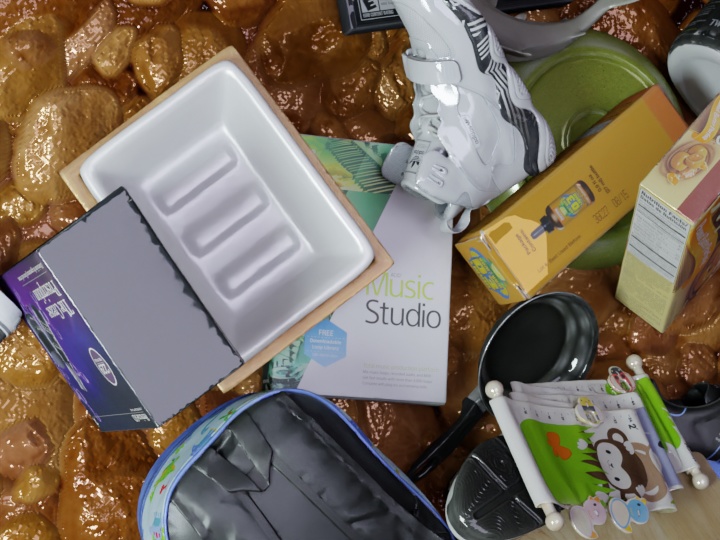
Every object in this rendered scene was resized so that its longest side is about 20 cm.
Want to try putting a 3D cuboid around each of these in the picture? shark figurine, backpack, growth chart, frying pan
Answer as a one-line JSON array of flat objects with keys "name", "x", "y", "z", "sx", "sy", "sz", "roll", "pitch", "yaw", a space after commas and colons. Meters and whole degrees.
[{"name": "shark figurine", "x": 0.132, "y": -0.190, "z": 1.397, "sx": 0.213, "sy": 0.090, "sz": 0.129, "roll": -2, "pitch": 111, "yaw": -20}, {"name": "backpack", "x": -0.058, "y": 0.190, "z": 1.283, "sx": 0.183, "sy": 0.147, "sz": 0.200, "roll": -43, "pitch": 103, "yaw": -16}, {"name": "growth chart", "x": 0.180, "y": 0.131, "z": 1.340, "sx": 0.199, "sy": 0.018, "sz": 0.145, "roll": -4, "pitch": 53, "yaw": -43}, {"name": "frying pan", "x": 0.117, "y": 0.097, "z": 1.406, "sx": 0.115, "sy": 0.031, "sz": 0.191, "roll": 27, "pitch": 100, "yaw": -40}]

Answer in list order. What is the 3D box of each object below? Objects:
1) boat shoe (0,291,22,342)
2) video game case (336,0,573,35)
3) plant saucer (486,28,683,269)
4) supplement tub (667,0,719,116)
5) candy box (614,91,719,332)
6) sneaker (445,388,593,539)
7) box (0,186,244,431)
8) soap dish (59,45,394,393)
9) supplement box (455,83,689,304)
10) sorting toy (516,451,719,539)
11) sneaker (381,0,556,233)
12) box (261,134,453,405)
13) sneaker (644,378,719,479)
[{"name": "boat shoe", "x": -0.332, "y": -0.006, "z": 1.253, "sx": 0.200, "sy": 0.070, "sz": 0.066, "roll": 43, "pitch": 72, "yaw": -19}, {"name": "video game case", "x": 0.064, "y": -0.291, "z": 1.434, "sx": 0.198, "sy": 0.025, "sz": 0.182, "roll": -10, "pitch": 89, "yaw": -19}, {"name": "plant saucer", "x": 0.186, "y": -0.102, "z": 1.455, "sx": 0.198, "sy": 0.031, "sz": 0.202, "roll": 2, "pitch": 84, "yaw": -19}, {"name": "supplement tub", "x": 0.356, "y": -0.209, "z": 1.475, "sx": 0.123, "sy": 0.122, "sz": 0.200, "roll": 46, "pitch": 73, "yaw": -10}, {"name": "candy box", "x": 0.260, "y": -0.044, "z": 1.386, "sx": 0.055, "sy": 0.200, "sz": 0.116, "roll": 37, "pitch": 71, "yaw": 18}, {"name": "sneaker", "x": 0.101, "y": 0.173, "z": 1.337, "sx": 0.076, "sy": 0.115, "sz": 0.200, "roll": 45, "pitch": 34, "yaw": 7}, {"name": "box", "x": -0.170, "y": 0.033, "z": 1.230, "sx": 0.079, "sy": 0.200, "sz": 0.142, "roll": -39, "pitch": 97, "yaw": -18}, {"name": "soap dish", "x": -0.097, "y": -0.036, "z": 1.302, "sx": 0.157, "sy": 0.081, "sz": 0.201, "roll": -37, "pitch": 88, "yaw": -7}, {"name": "supplement box", "x": 0.170, "y": -0.059, "z": 1.396, "sx": 0.200, "sy": 0.069, "sz": 0.067, "roll": -39, "pitch": 97, "yaw": -19}, {"name": "sorting toy", "x": 0.219, "y": 0.266, "z": 1.346, "sx": 0.197, "sy": 0.070, "sz": 0.201, "roll": -19, "pitch": 59, "yaw": -19}, {"name": "sneaker", "x": 0.058, "y": -0.125, "z": 1.337, "sx": 0.115, "sy": 0.075, "sz": 0.200, "roll": -43, "pitch": 116, "yaw": -13}, {"name": "box", "x": 0.000, "y": 0.000, "z": 1.379, "sx": 0.143, "sy": 0.036, "sz": 0.202, "roll": 4, "pitch": 82, "yaw": -19}, {"name": "sneaker", "x": 0.310, "y": 0.134, "z": 1.455, "sx": 0.198, "sy": 0.070, "sz": 0.079, "roll": 7, "pitch": 89, "yaw": -17}]
